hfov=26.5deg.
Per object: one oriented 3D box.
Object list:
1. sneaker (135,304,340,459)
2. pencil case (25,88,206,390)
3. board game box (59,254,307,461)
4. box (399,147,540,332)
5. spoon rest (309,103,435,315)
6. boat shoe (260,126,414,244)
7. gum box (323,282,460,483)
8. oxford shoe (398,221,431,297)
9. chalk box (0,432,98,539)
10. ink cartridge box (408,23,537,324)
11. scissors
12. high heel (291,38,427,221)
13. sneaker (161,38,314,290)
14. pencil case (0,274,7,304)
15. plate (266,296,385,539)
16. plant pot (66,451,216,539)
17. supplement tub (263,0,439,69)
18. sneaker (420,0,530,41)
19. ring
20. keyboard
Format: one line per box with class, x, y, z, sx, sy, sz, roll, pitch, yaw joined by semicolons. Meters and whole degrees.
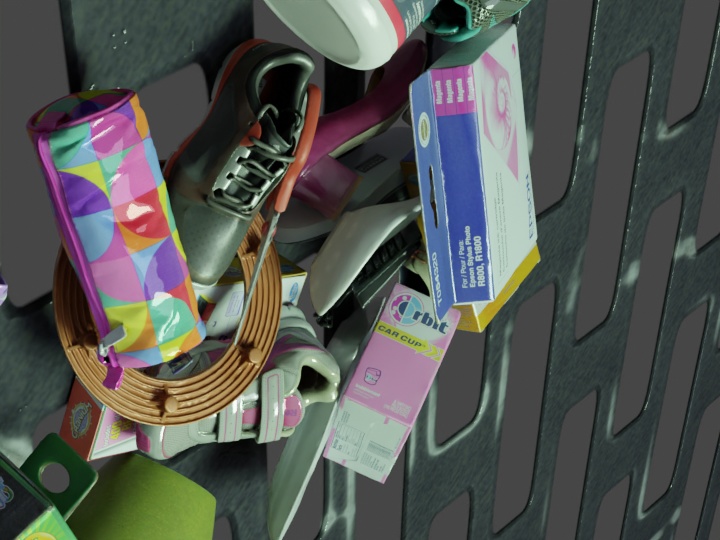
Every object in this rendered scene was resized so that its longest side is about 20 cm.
sneaker;-0.093;0.098;1.237;0.199;0.088;0.082;-30;138;-36
pencil case;-0.168;-0.024;1.059;0.088;0.088;0.202;-28;113;-37
board game box;-0.143;0.067;1.264;0.199;0.040;0.154;-6;121;-51
box;0.097;-0.061;1.358;0.119;0.041;0.201;-46;128;-39
spoon rest;0.020;-0.045;1.223;0.201;0.060;0.099;-60;-174;-24
boat shoe;-0.010;-0.058;1.316;0.200;0.071;0.068;-35;140;-42
gum box;0.025;0.107;1.376;0.200;0.066;0.114;107;7;-67
oxford shoe;0.078;-0.025;1.455;0.073;0.071;0.201;-17;129;-38
chalk box;-0.280;0.209;1.125;0.200;0.124;0.124;-41;144;-21
ink cartridge box;0.097;-0.083;1.243;0.200;0.043;0.198;-50;136;-61
scissors;-0.065;-0.044;1.159;0.014;0.073;0.202;18;76;-23
high heel;-0.018;-0.137;1.267;0.201;0.096;0.067;-59;-174;-25
sneaker;-0.089;-0.082;1.129;0.077;0.082;0.202;24;79;-35
pencil case;-0.302;0.080;1.024;0.084;0.085;0.201;7;110;-44
plate;-0.036;0.129;1.400;0.200;0.032;0.201;-56;169;-75
plant pot;-0.202;0.257;1.244;0.201;0.186;0.187;-64;150;-17
supplement tub;0.022;-0.260;1.115;0.200;0.140;0.141;-50;147;-12
sneaker;0.077;-0.220;1.213;0.091;0.200;0.078;-37;100;-13
ring;-0.139;0.017;1.156;0.199;0.019;0.203;-1;91;-37
keyboard;0.000;0.000;1.308;0.127;0.021;0.200;-48;-172;5
